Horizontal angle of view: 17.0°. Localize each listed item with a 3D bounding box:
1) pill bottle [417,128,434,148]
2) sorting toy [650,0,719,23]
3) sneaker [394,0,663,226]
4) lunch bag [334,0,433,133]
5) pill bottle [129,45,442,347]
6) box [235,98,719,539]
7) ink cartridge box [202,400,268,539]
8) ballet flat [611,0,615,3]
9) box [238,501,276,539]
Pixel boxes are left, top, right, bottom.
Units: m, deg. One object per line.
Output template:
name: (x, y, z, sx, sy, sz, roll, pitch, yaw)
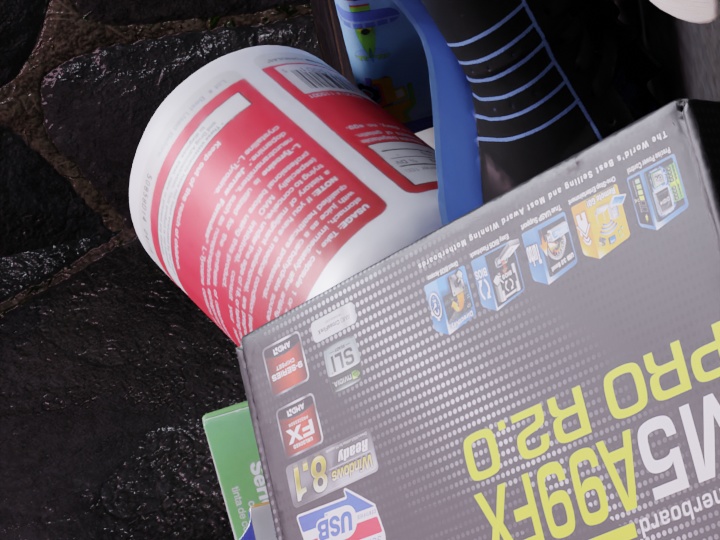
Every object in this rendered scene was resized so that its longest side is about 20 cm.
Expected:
pill bottle: (0.020, -0.032, 1.250, 0.200, 0.110, 0.112, -56, -46, -76)
sorting toy: (0.052, -0.163, 0.691, 0.181, 0.106, 0.200, 57, -171, -30)
sneaker: (0.061, -0.082, 0.811, 0.070, 0.077, 0.201, -59, -32, -38)
lunch bag: (0.032, -0.183, 1.040, 0.151, 0.093, 0.201, 76, -171, -52)
pill bottle: (0.000, 0.000, 0.957, 0.200, 0.112, 0.113, 42, 153, 44)
box: (0.055, 0.063, 0.684, 0.199, 0.044, 0.161, -28, 68, 44)
ink cartridge box: (0.019, 0.092, 1.343, 0.145, 0.198, 0.085, 116, 138, -87)
ballet flat: (0.059, -0.154, 0.846, 0.065, 0.070, 0.201, -65, -26, -48)
box: (0.042, 0.135, 0.949, 0.041, 0.198, 0.120, 90, 168, -81)
